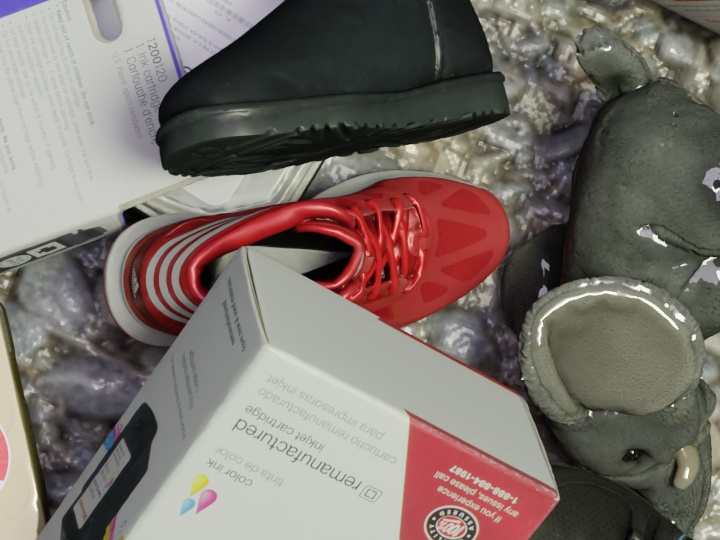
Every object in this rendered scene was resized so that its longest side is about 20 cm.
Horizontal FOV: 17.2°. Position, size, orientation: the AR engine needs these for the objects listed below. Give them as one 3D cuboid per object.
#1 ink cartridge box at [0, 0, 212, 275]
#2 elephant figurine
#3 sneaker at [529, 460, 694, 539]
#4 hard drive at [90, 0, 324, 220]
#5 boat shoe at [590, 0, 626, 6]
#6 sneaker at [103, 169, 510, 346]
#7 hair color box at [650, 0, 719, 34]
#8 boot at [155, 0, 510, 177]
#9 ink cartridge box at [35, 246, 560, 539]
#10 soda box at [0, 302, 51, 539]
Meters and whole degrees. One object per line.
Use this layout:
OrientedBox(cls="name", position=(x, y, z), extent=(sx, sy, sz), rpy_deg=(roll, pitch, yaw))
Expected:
OrientedBox(cls="ink cartridge box", position=(-0.176, -0.098, 1.054), extent=(0.199, 0.043, 0.200), rpy_deg=(-19, 82, 11))
OrientedBox(cls="elephant figurine", position=(0.121, 0.028, 1.063), extent=(0.155, 0.141, 0.201), rpy_deg=(41, 99, 28))
OrientedBox(cls="sneaker", position=(0.136, 0.140, 1.016), extent=(0.199, 0.082, 0.074), rpy_deg=(31, 74, -25))
OrientedBox(cls="hard drive", position=(-0.057, -0.114, 1.099), extent=(0.139, 0.038, 0.201), rpy_deg=(32, 82, -2))
OrientedBox(cls="boat shoe", position=(0.084, -0.221, 1.113), extent=(0.071, 0.072, 0.201), rpy_deg=(-37, 99, -15))
OrientedBox(cls="sneaker", position=(0.000, 0.000, 1.028), extent=(0.199, 0.115, 0.079), rpy_deg=(-14, 98, -28))
OrientedBox(cls="hair color box", position=(0.169, -0.144, 1.056), extent=(0.199, 0.101, 0.062), rpy_deg=(21, 86, -27))
OrientedBox(cls="boot", position=(-0.026, -0.133, 1.015), extent=(0.199, 0.076, 0.170), rpy_deg=(-12, 85, -45))
OrientedBox(cls="ink cartridge box", position=(-0.038, 0.115, 0.965), extent=(0.145, 0.083, 0.201), rpy_deg=(28, 111, -23))
OrientedBox(cls="soda box", position=(-0.169, 0.117, 1.052), extent=(0.067, 0.064, 0.202), rpy_deg=(-13, 85, -6))
